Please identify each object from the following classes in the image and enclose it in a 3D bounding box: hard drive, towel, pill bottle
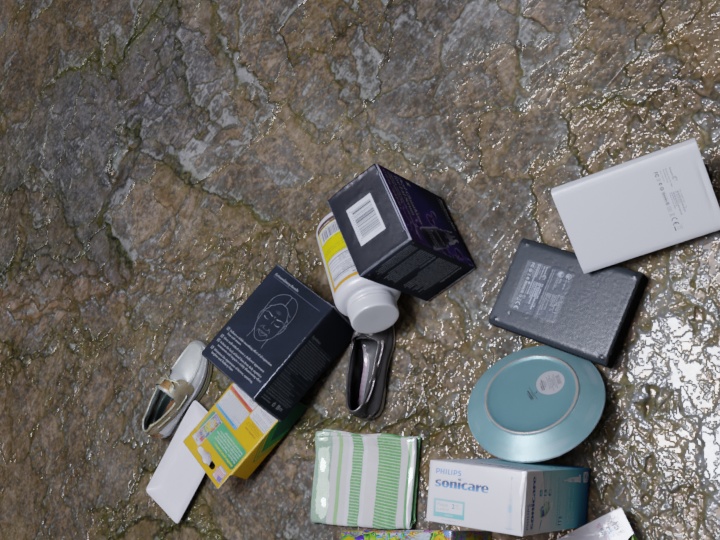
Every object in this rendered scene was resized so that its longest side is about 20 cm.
[{"bbox_3d":[0.379,-0.085,1.392,0.200,0.026,0.132,-19,110,20],"label":"hard drive"},{"bbox_3d":[0.298,0.044,1.477,0.200,0.033,0.140,20,85,38],"label":"hard drive"},{"bbox_3d":[0.005,0.334,1.631,0.200,0.023,0.153,-4,77,35],"label":"towel"},{"bbox_3d":[0.000,0.000,1.646,0.109,0.109,0.200,-36,49,24],"label":"pill bottle"}]

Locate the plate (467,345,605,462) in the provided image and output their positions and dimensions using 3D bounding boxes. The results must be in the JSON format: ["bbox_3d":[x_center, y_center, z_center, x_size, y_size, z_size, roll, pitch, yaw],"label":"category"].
[{"bbox_3d":[0.243,0.179,1.435,0.200,0.026,0.200,-17,42,15],"label":"plate"}]

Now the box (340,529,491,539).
[{"bbox_3d":[0.081,0.479,1.476,0.192,0.122,0.200,-9,73,34],"label":"box"}]

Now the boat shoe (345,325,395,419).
[{"bbox_3d":[0.012,0.140,1.652,0.067,0.057,0.200,-4,76,35],"label":"boat shoe"}]

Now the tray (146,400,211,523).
[{"bbox_3d":[-0.312,0.348,1.860,0.107,0.022,0.200,35,99,37],"label":"tray"}]

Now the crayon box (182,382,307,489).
[{"bbox_3d":[-0.200,0.266,1.763,0.200,0.052,0.126,-49,55,4],"label":"crayon box"}]

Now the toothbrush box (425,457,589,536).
[{"bbox_3d":[0.203,0.302,1.381,0.146,0.200,0.085,0,81,35],"label":"toothbrush box"}]

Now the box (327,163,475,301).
[{"bbox_3d":[0.065,-0.055,1.574,0.104,0.200,0.148,-36,61,23],"label":"box"}]

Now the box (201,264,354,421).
[{"bbox_3d":[-0.135,0.120,1.699,0.148,0.107,0.200,36,82,35],"label":"box"}]

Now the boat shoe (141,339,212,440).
[{"bbox_3d":[-0.337,0.220,1.881,0.075,0.068,0.200,25,93,37],"label":"boat shoe"}]

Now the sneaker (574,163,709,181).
[{"bbox_3d":[0.385,-0.111,1.427,0.200,0.085,0.075,-17,70,32],"label":"sneaker"}]

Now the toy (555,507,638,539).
[{"bbox_3d":[0.298,0.419,1.381,0.200,0.047,0.115,-35,57,21],"label":"toy"}]
